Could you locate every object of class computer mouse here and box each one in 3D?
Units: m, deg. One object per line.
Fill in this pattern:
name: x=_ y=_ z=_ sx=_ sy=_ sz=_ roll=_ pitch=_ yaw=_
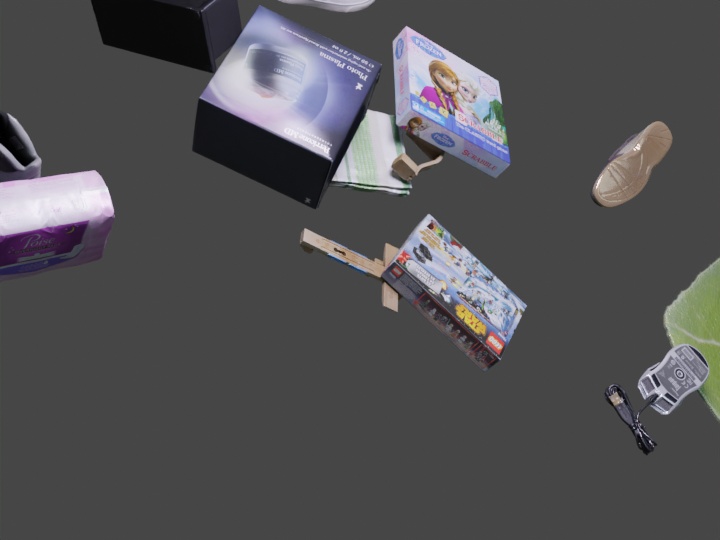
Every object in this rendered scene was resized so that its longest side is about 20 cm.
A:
computer mouse: x=0.454 y=0.184 z=1.441 sx=0.199 sy=0.044 sz=0.110 roll=-30 pitch=73 yaw=-30

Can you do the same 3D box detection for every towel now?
towel: x=-0.025 y=-0.182 z=1.426 sx=0.197 sy=0.031 sz=0.151 roll=5 pitch=58 yaw=-22

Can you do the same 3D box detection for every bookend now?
bookend: x=-0.236 y=-0.384 z=1.337 sx=0.198 sy=0.093 sz=0.199 roll=19 pitch=48 yaw=24

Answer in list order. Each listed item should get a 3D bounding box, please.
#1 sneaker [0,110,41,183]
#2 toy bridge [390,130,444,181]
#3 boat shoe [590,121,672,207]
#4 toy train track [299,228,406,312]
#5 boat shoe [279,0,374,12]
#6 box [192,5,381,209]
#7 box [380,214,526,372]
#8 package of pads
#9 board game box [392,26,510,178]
sneaker: x=-0.462 y=-0.167 z=1.136 sx=0.198 sy=0.116 sz=0.076 roll=30 pitch=53 yaw=-8
toy bridge: x=0.101 y=-0.200 z=1.476 sx=0.067 sy=0.027 sz=0.201 roll=42 pitch=40 yaw=-17
boat shoe: x=0.459 y=-0.176 z=1.640 sx=0.072 sy=0.065 sz=0.200 roll=45 pitch=71 yaw=-7
toy train track: x=0.000 y=0.000 z=1.315 sx=0.198 sy=0.033 sz=0.116 roll=26 pitch=44 yaw=-22
boat shoe: x=-0.054 y=-0.475 z=1.553 sx=0.197 sy=0.069 sz=0.073 roll=2 pitch=61 yaw=-26
box: x=-0.101 y=-0.227 z=1.328 sx=0.198 sy=0.124 sz=0.200 roll=24 pitch=58 yaw=0
box: x=0.135 y=0.029 z=1.348 sx=0.200 sy=0.040 sz=0.137 roll=43 pitch=40 yaw=-3
package of pads: x=-0.392 y=-0.047 z=1.097 sx=0.198 sy=0.121 sz=0.076 roll=-14 pitch=68 yaw=-32
board game box: x=0.142 y=-0.267 z=1.509 sx=0.198 sy=0.041 sz=0.201 roll=23 pitch=45 yaw=-27
